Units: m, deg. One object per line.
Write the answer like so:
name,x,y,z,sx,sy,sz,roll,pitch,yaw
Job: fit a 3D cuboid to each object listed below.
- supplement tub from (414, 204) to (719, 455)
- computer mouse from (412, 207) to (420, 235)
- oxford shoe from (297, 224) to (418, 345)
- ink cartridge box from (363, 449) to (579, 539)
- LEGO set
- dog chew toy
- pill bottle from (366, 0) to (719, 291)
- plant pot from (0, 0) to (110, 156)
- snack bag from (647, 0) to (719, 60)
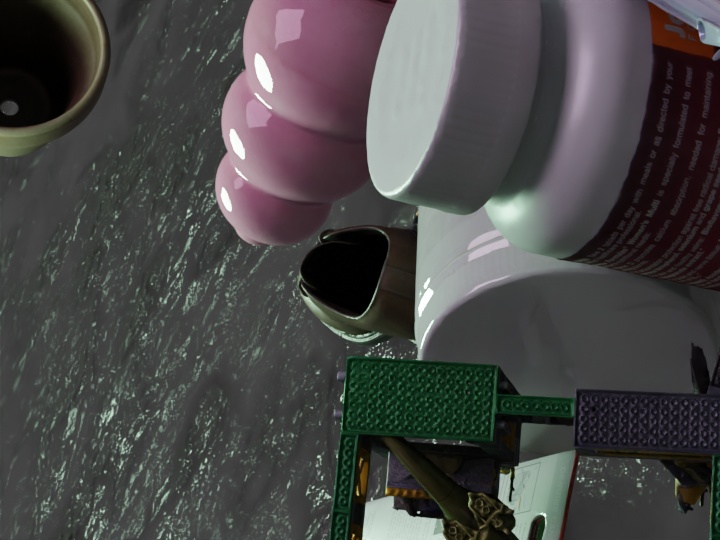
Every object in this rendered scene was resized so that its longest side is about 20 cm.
supplement tub,0.091,-0.035,0.844,0.132,0.132,0.200,-46,30,40
computer mouse,0.077,-0.108,1.041,0.200,0.034,0.059,-61,22,-7
oxford shoe,0.000,0.000,1.075,0.200,0.084,0.073,2,72,68
ink cartridge box,0.048,0.152,0.861,0.200,0.050,0.109,-26,45,56
LEGO set,0.070,0.104,0.733,0.116,0.199,0.154,46,-141,-75
dog chew toy,-0.031,-0.101,1.208,0.125,0.124,0.200,-99,31,-53
pill bottle,0.111,-0.052,0.702,0.110,0.199,0.110,-169,90,-72
plant pot,-0.369,-0.200,2.002,0.175,0.200,0.201,122,164,-67
snack bag,0.177,-0.093,0.635,0.189,0.199,0.021,-123,39,-64
